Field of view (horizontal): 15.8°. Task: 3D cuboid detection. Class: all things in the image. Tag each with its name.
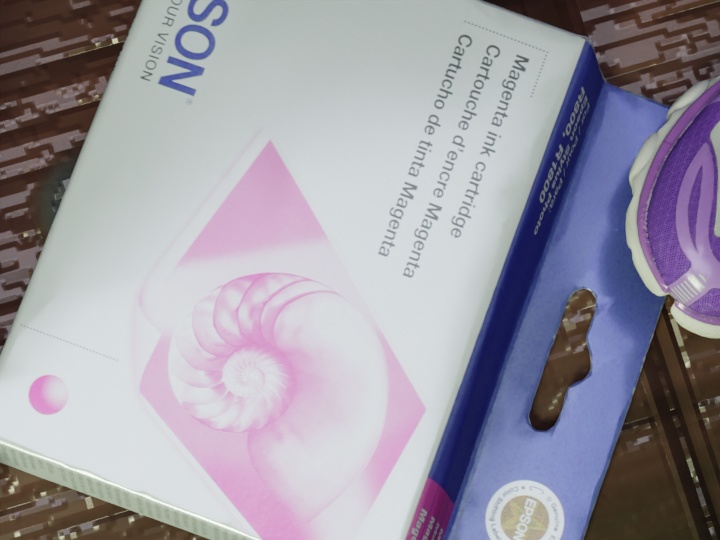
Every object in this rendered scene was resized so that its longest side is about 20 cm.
[{"bbox_3d":[0.000,0.000,0.853,0.199,0.043,0.197,19,77,3],"label":"ink cartridge box"},{"bbox_3d":[0.170,-0.058,0.848,0.200,0.083,0.081,-39,90,-10],"label":"sneaker"}]
